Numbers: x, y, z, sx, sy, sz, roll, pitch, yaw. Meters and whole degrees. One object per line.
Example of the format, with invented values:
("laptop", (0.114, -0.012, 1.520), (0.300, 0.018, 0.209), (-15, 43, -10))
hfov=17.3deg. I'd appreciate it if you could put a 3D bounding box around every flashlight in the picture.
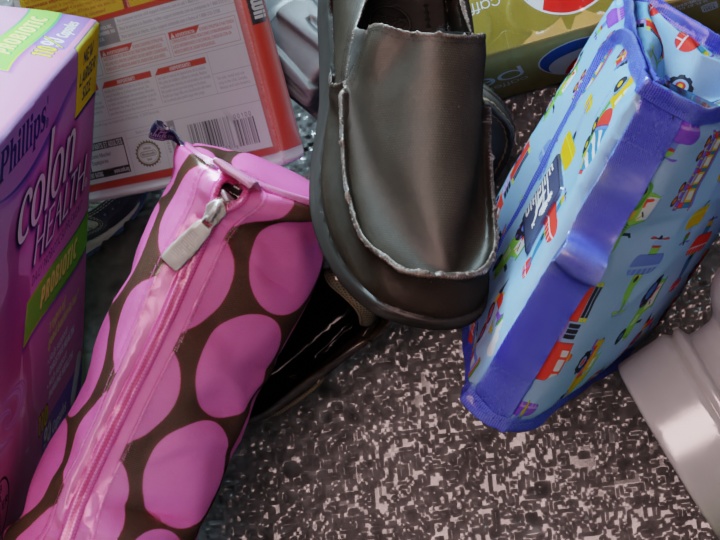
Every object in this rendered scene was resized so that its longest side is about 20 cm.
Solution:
("flashlight", (-0.071, -0.146, 1.080), (0.068, 0.068, 0.200), (-48, 65, 8))

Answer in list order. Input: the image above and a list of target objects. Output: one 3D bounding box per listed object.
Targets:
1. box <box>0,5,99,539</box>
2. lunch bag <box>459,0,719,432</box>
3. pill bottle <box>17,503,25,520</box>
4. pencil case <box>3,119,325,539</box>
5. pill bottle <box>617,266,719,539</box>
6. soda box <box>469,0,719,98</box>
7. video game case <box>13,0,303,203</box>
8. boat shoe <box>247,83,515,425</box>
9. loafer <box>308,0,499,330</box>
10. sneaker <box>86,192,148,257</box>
("box", (-0.183, 0.004, 1.031), (0.096, 0.176, 0.201), (7, 112, 5))
("lunch bag", (0.102, -0.020, 0.975), (0.094, 0.200, 0.151), (31, 108, 3))
("pill bottle", (-0.237, 0.150, 1.103), (0.199, 0.114, 0.115), (-3, 78, 14))
("pencil case", (-0.082, 0.045, 1.000), (0.090, 0.094, 0.201), (22, 93, 1))
("pill bottle", (0.217, 0.027, 1.004), (0.199, 0.120, 0.120), (-32, 73, 6))
("soda box", (0.068, -0.122, 1.103), (0.199, 0.064, 0.068), (-15, 74, 12))
("video game case", (-0.105, -0.136, 1.061), (0.142, 0.017, 0.201), (-8, 100, 41))
("boat shoe", (0.000, 0.000, 1.080), (0.200, 0.074, 0.073), (-47, 29, 10))
("loafer", (0.017, -0.069, 0.965), (0.073, 0.071, 0.201), (1, 56, -17))
("sneaker", (-0.201, -0.044, 1.148), (0.199, 0.085, 0.078), (-3, 78, 14))
